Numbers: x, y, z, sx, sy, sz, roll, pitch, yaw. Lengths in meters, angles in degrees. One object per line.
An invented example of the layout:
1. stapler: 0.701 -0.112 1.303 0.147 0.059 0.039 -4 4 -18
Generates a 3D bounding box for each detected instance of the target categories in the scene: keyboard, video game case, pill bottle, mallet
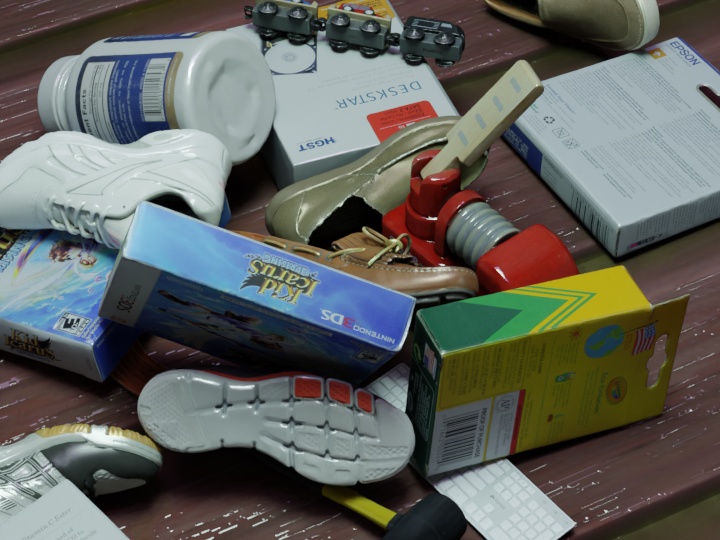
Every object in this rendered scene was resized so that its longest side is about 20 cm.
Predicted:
1. keyboard: 0.071 0.141 1.319 0.056 0.011 0.200 -29 51 -25
2. video game case: -0.232 -0.014 1.442 0.181 0.046 0.200 13 47 25
3. video game case: -0.080 0.027 1.275 0.199 0.181 0.046 20 73 -8
4. pill bottle: -0.178 -0.143 1.511 0.199 0.111 0.111 3 39 40
5. mallet: -0.023 0.165 1.283 0.199 0.041 0.066 20 45 25

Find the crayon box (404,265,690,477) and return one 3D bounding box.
1. crayon box: 0.134 0.070 1.300 0.199 0.127 0.051 -11 43 -19

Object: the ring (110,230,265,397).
1. ring: -0.116 0.034 1.427 0.199 0.019 0.201 -1 45 1

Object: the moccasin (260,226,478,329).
1. moccasin: 0.001 0.001 1.351 0.201 0.074 0.078 2 71 41

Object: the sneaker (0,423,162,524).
1. sneaker: -0.238 0.164 1.274 0.199 0.076 0.088 -6 61 -2

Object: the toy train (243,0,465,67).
1. toy train: -0.005 -0.214 1.556 0.199 0.034 0.046 11 42 13

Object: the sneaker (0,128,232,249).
1. sneaker: -0.200 -0.054 1.392 0.199 0.078 0.100 -8 46 3

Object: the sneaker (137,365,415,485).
1. sneaker: -0.057 0.098 1.292 0.199 0.077 0.082 12 12 3

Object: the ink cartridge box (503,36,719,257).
1. ink cartridge box: 0.249 -0.112 1.550 0.199 0.043 0.197 -18 46 -21

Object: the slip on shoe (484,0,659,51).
1. slip on shoe: 0.191 -0.246 1.647 0.060 0.076 0.200 -24 37 -27

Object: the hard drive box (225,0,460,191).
1. hard drive box: -0.015 -0.143 1.563 0.155 0.077 0.200 -16 47 -13

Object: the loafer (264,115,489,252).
1. loafer: 0.022 -0.059 1.464 0.199 0.076 0.068 -26 46 -2

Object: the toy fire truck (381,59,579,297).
1. toy fire truck: 0.103 -0.037 1.364 0.128 0.201 0.176 -29 51 -25

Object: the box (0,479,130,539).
1. box: -0.183 0.260 1.136 0.152 0.107 0.200 -33 53 -28
